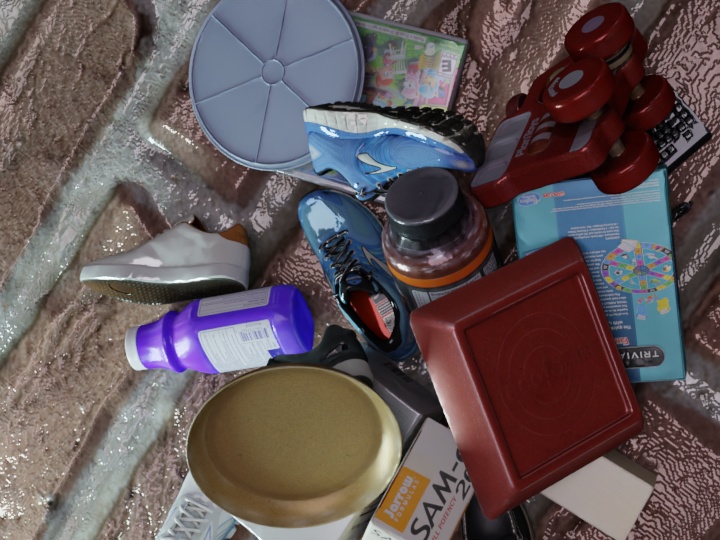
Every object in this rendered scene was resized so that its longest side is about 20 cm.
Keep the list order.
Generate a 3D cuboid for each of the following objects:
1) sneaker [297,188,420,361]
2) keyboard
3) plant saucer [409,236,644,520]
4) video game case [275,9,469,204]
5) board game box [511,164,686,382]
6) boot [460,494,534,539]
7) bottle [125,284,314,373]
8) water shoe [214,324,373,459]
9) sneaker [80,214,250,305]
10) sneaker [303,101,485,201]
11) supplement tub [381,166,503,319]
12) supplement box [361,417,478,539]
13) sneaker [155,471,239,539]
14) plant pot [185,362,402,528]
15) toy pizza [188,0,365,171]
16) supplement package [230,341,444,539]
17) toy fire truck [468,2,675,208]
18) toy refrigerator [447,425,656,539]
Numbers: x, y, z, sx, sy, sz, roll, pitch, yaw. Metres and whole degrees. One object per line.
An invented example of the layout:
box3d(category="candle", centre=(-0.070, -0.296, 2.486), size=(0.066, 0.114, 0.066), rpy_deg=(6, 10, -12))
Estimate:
box3d(category="sneaker", centre=(0.000, 0.000, 1.276), size=(0.078, 0.090, 0.201), rpy_deg=(-36, 80, 12))
box3d(category="keyboard", centre=(0.261, -0.077, 1.240), size=(0.199, 0.021, 0.128), rpy_deg=(-41, 80, 13))
box3d(category="plant saucer", centre=(0.164, 0.094, 1.140), size=(0.198, 0.037, 0.203), rpy_deg=(-24, 94, -26))
box3d(category="video game case", centre=(-0.002, -0.174, 1.314), size=(0.197, 0.022, 0.185), rpy_deg=(17, 94, 15))
box3d(category="board game box", centre=(0.231, 0.008, 1.216), size=(0.148, 0.047, 0.204), rpy_deg=(-5, 99, 17))
box3d(category="boot", centre=(0.127, 0.300, 1.206), size=(0.072, 0.150, 0.204), rpy_deg=(-9, 87, 15))
box3d(category="bottle", centre=(-0.150, 0.068, 1.323), size=(0.197, 0.084, 0.066), rpy_deg=(-10, 45, 16))
box3d(category="water shoe", centre=(-0.074, 0.127, 1.197), size=(0.198, 0.071, 0.080), rpy_deg=(-31, 50, 17))
box3d(category="sneaker", centre=(-0.207, -0.014, 1.356), size=(0.197, 0.073, 0.086), rpy_deg=(-2, 65, 17))
box3d(category="sneaker", centre=(0.033, -0.112, 1.221), size=(0.198, 0.078, 0.091), rpy_deg=(11, 110, 34))
box3d(category="supplement tub", centre=(0.082, -0.005, 1.191), size=(0.105, 0.201, 0.108), rpy_deg=(-11, 46, 12))
box3d(category="supplement box", centre=(0.046, 0.250, 1.188), size=(0.073, 0.201, 0.127), rpy_deg=(28, 53, 7))
box3d(category="sneaker", centre=(-0.184, 0.287, 1.329), size=(0.074, 0.087, 0.203), rpy_deg=(21, 94, 16))
box3d(category="plant pot", centre=(-0.060, 0.157, 1.146), size=(0.196, 0.028, 0.203), rpy_deg=(-2, 125, -3))
box3d(category="toy pizza", centre=(-0.087, -0.205, 1.312), size=(0.197, 0.032, 0.204), rpy_deg=(0, 90, 18))
box3d(category="supplement package", centre=(-0.023, 0.188, 1.265), size=(0.121, 0.120, 0.201), rpy_deg=(35, 98, 15))
box3d(category="toy fire truck", centre=(0.194, -0.150, 1.187), size=(0.166, 0.201, 0.112), rpy_deg=(-15, 126, 39))
box3d(category="toy refrigerator", centre=(0.186, 0.184, 1.230), size=(0.198, 0.076, 0.071), rpy_deg=(30, 97, 13))
